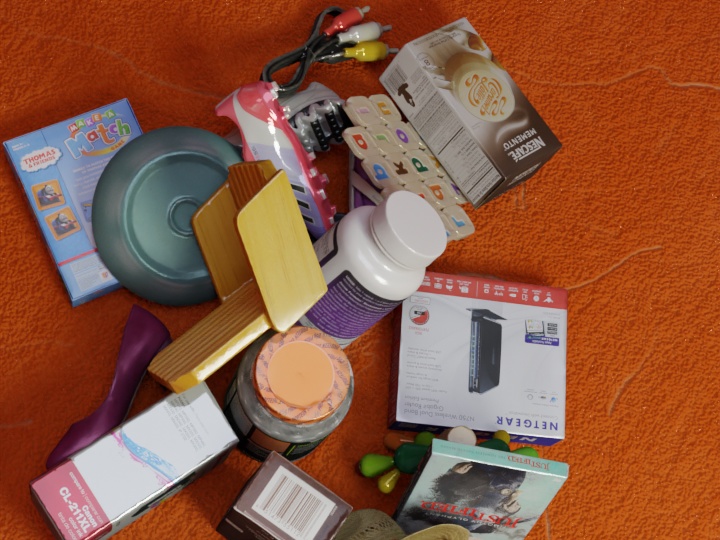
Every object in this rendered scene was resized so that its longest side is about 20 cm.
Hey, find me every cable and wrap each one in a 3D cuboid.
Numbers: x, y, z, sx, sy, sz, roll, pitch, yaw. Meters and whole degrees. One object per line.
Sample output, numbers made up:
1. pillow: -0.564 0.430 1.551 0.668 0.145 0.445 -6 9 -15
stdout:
1. cable: -0.048 -0.270 1.606 0.200 0.050 0.097 -25 74 -40

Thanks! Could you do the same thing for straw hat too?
1. straw hat: 0.008 0.299 1.413 0.201 0.201 0.085 -27 58 -18

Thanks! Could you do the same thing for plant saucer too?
1. plant saucer: -0.195 -0.060 1.490 0.199 0.036 0.201 -1 93 -19

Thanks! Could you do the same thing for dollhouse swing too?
1. dollhouse swing: -0.155 0.003 1.383 0.175 0.200 0.182 -23 100 -16

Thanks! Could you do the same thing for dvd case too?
1. dvd case: 0.118 0.246 1.423 0.145 0.200 0.022 12 52 -8

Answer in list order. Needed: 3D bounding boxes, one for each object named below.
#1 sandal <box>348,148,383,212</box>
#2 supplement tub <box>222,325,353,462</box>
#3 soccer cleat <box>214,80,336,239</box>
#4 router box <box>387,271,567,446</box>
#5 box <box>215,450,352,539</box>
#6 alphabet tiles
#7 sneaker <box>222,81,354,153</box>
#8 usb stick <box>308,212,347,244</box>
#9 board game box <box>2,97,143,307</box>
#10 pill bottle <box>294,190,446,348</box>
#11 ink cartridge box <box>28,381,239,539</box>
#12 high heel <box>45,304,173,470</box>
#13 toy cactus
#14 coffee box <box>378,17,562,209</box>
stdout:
1. sandal: 0.025 -0.096 1.567 0.082 0.050 0.203 -5 58 -16
2. supplement tub: -0.076 0.130 1.416 0.122 0.200 0.123 4 72 -12
3. soccer cleat: -0.090 -0.116 1.514 0.076 0.067 0.201 -22 109 11
4. router box: 0.136 0.101 1.550 0.199 0.049 0.180 7 71 -10
5. box: -0.082 0.254 1.376 0.100 0.200 0.075 35 71 2
6. alphabet tiles: 0.056 -0.118 1.562 0.200 0.015 0.195 58 30 8
7. sneaker: -0.108 -0.156 1.579 0.199 0.075 0.081 -26 50 -10
8. usb stick: -0.050 -0.043 1.568 0.199 0.033 0.056 6 78 -10
9. board game box: -0.294 -0.079 1.525 0.151 0.037 0.201 -22 80 -17
10. pill bottle: 0.000 0.000 1.462 0.111 0.200 0.112 24 46 -28
11. ink cartridge box: -0.233 0.206 1.389 0.200 0.146 0.083 -32 82 -19
12. high heel: -0.279 0.127 1.448 0.096 0.067 0.200 49 56 0
13. toy cactus: 0.095 0.207 1.448 0.199 0.165 0.103 8 71 1
14. coffee box: 0.131 -0.189 1.611 0.114 0.080 0.200 -31 81 -36
